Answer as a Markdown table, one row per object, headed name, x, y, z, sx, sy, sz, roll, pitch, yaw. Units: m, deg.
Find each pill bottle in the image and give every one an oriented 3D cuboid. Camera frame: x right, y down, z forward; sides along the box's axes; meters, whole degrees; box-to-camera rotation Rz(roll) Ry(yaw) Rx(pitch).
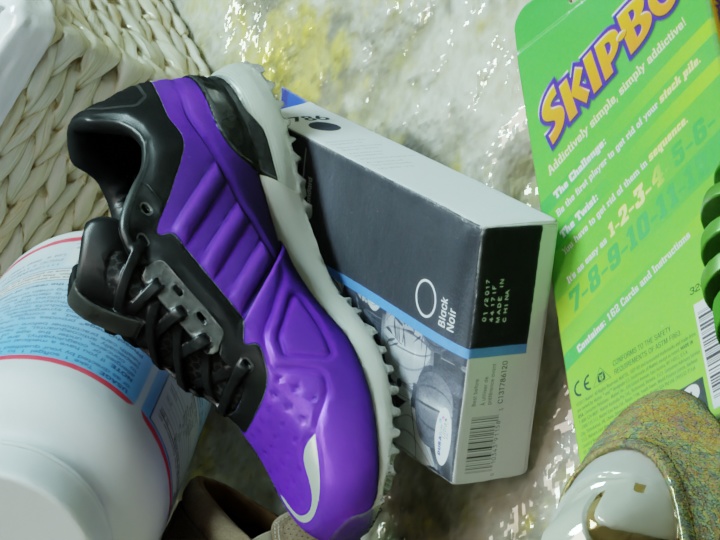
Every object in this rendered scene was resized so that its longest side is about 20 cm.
| name | x | y | z | sx | sy | sz | roll | pitch | yaw |
| --- | --- | --- | --- | --- | --- | --- | --- | --- | --- |
| pill bottle | -0.122 | 0.069 | 0.953 | 0.109 | 0.108 | 0.200 | -53 | 8 | 23 |

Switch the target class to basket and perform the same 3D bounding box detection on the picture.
| name | x | y | z | sx | sy | sz | roll | pitch | yaw |
| --- | --- | --- | --- | --- | --- | --- | --- | --- | --- |
| basket | -0.174 | -0.059 | 1.129 | 0.200 | 0.123 | 0.136 | -54 | 40 | 21 |

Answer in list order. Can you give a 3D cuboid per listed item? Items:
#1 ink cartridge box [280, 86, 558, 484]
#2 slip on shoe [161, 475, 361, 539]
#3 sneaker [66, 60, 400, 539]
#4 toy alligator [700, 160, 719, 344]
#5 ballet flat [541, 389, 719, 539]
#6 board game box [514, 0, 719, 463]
| name | x | y | z | sx | sy | sz | roll | pitch | yaw |
| --- | --- | --- | --- | --- | --- | --- | --- | --- | --- |
| ink cartridge box | 0.000 | 0.000 | 0.928 | 0.200 | 0.039 | 0.100 | 29 | 119 | 54 |
| slip on shoe | -0.019 | 0.119 | 0.900 | 0.200 | 0.076 | 0.061 | 4 | 77 | 61 |
| sneaker | -0.059 | 0.016 | 0.893 | 0.070 | 0.099 | 0.201 | -55 | 50 | 49 |
| toy alligator | 0.130 | 0.018 | 0.725 | 0.054 | 0.060 | 0.201 | -2 | 52 | 10 |
| ballet flat | 0.080 | 0.107 | 0.698 | 0.071 | 0.070 | 0.201 | -39 | 37 | 36 |
| board game box | 0.103 | -0.030 | 0.840 | 0.095 | 0.030 | 0.201 | -35 | 53 | 40 |
